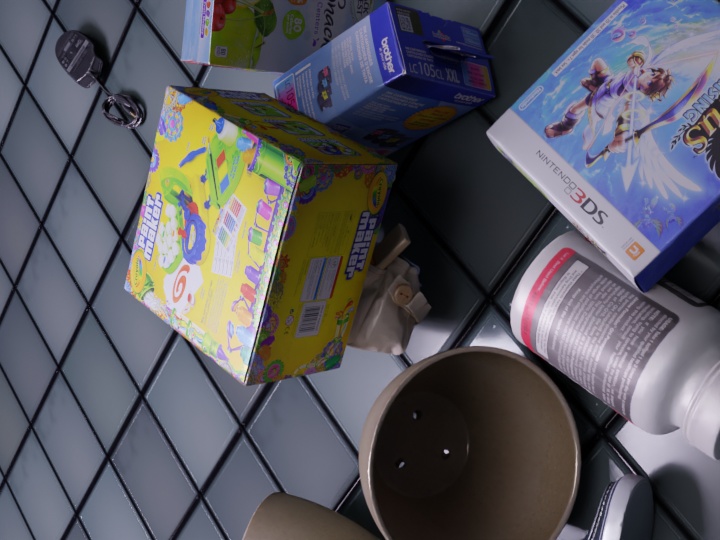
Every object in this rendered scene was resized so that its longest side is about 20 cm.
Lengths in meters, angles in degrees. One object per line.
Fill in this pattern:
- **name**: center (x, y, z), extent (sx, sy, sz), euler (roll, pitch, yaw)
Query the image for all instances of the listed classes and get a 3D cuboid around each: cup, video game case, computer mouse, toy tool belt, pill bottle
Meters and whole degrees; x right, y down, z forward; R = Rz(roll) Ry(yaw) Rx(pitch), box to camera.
- **cup**: center (-0.030, 0.331, 1.107), extent (0.141, 0.200, 0.203), euler (3, 94, 17)
- **video game case**: center (0.228, -0.117, 0.868), extent (0.200, 0.045, 0.182), euler (-45, 61, 7)
- **cup**: center (0.077, 0.166, 1.004), extent (0.143, 0.198, 0.203), euler (179, 89, -71)
- **computer mouse**: center (-0.346, -0.254, 1.487), extent (0.059, 0.034, 0.200), euler (-49, 64, 15)
- **toy tool belt**: center (0.000, 0.000, 1.109), extent (0.200, 0.123, 0.125), euler (-145, 69, -68)
- **pill bottle**: center (0.225, 0.060, 0.889), extent (0.199, 0.110, 0.112), euler (37, 116, 37)

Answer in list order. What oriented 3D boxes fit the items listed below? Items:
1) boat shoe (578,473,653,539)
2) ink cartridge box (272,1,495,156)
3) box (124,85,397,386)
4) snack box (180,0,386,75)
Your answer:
- **boat shoe**: center (0.189, 0.261, 0.960), extent (0.090, 0.070, 0.203), euler (18, 107, 38)
- **ink cartridge box**: center (0.031, -0.178, 1.045), extent (0.199, 0.135, 0.077), euler (-27, 70, 41)
- **box**: center (-0.096, -0.037, 0.998), extent (0.192, 0.121, 0.202), euler (32, 115, 37)
- **snack box**: center (-0.068, -0.278, 1.091), extent (0.067, 0.198, 0.171), euler (19, 106, 52)
